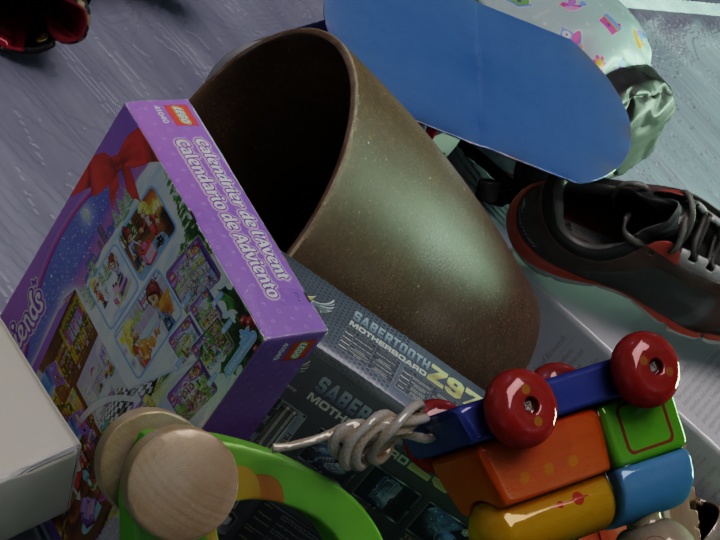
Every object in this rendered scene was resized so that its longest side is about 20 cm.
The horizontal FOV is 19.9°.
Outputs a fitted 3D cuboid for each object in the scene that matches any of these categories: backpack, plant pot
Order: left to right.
[{"bbox_3d":[0.000,0.000,1.118,0.200,0.187,0.187,34,32,-33],"label":"plant pot"},{"bbox_3d":[0.109,-0.149,1.409,0.200,0.127,0.167,47,39,18],"label":"backpack"}]

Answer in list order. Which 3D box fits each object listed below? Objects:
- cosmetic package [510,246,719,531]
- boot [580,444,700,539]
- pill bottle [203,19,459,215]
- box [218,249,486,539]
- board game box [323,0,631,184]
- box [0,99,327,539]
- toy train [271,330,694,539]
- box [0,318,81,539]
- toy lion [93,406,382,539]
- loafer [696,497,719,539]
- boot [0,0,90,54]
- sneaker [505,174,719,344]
[{"bbox_3d":[0.164,0.061,1.266,0.200,0.074,0.102,42,35,10],"label":"cosmetic package"},{"bbox_3d":[0.136,0.195,1.097,0.107,0.075,0.200,-8,66,5],"label":"boot"},{"bbox_3d":[-0.001,-0.105,1.272,0.111,0.111,0.200,47,36,13],"label":"pill bottle"},{"bbox_3d":[-0.009,0.103,0.989,0.200,0.158,0.051,34,35,-5],"label":"box"},{"bbox_3d":[0.063,-0.104,1.208,0.200,0.039,0.158,20,36,-14],"label":"board game box"},{"bbox_3d":[-0.104,0.039,0.937,0.039,0.200,0.137,-7,54,-42],"label":"box"},{"bbox_3d":[0.061,0.105,0.879,0.200,0.085,0.116,-15,83,-32],"label":"toy train"},{"bbox_3d":[-0.212,0.034,0.945,0.082,0.068,0.200,-23,65,-26],"label":"box"},{"bbox_3d":[-0.046,0.179,0.859,0.192,0.200,0.069,23,-4,-21],"label":"toy lion"},{"bbox_3d":[0.179,0.153,1.181,0.200,0.063,0.072,29,35,-13],"label":"loafer"},{"bbox_3d":[-0.171,-0.190,1.251,0.200,0.073,0.151,20,37,-18],"label":"boot"},{"bbox_3d":[0.187,-0.010,1.200,0.200,0.082,0.077,12,72,-6],"label":"sneaker"}]
